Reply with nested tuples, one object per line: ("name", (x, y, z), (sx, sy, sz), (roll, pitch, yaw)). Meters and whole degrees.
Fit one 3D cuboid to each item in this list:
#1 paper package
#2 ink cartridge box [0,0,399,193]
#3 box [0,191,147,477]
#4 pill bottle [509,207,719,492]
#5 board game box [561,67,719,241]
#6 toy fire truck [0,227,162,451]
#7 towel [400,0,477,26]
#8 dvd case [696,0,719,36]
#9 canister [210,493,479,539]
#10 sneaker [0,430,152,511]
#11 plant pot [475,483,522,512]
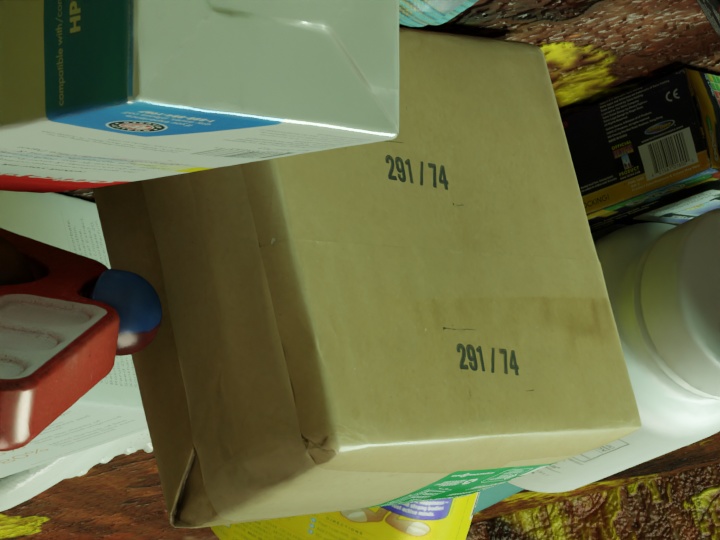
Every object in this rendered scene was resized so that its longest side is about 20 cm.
("paper package", (0.000, 0.000, 0.996), (0.103, 0.191, 0.200), (-23, 166, 39))
("ink cartridge box", (-0.095, -0.069, 0.810), (0.116, 0.067, 0.200), (4, 173, -44))
("box", (-0.199, 0.033, 1.130), (0.152, 0.107, 0.200), (-19, 166, 22))
("pill bottle", (0.140, 0.039, 1.233), (0.114, 0.115, 0.200), (-6, 166, -31))
("board game box", (0.130, -0.041, 1.267), (0.200, 0.057, 0.165), (-21, 168, 32))
("toy fire truck", (-0.167, 0.018, 0.897), (0.168, 0.112, 0.200), (11, -166, 11))
("towel", (0.008, -0.126, 0.837), (0.147, 0.022, 0.200), (-24, 164, 38))
("dvd case", (0.200, -0.050, 0.984), (0.022, 0.200, 0.146), (-37, 163, 8))
("canister", (0.002, 0.071, 1.238), (0.087, 0.148, 0.200), (-50, 160, -49))
("sneaker", (-0.120, 0.073, 1.273), (0.200, 0.075, 0.089), (-37, 133, -6))
("plant pot", (0.087, 0.063, 1.516), (0.200, 0.141, 0.141), (-24, 165, 15))
